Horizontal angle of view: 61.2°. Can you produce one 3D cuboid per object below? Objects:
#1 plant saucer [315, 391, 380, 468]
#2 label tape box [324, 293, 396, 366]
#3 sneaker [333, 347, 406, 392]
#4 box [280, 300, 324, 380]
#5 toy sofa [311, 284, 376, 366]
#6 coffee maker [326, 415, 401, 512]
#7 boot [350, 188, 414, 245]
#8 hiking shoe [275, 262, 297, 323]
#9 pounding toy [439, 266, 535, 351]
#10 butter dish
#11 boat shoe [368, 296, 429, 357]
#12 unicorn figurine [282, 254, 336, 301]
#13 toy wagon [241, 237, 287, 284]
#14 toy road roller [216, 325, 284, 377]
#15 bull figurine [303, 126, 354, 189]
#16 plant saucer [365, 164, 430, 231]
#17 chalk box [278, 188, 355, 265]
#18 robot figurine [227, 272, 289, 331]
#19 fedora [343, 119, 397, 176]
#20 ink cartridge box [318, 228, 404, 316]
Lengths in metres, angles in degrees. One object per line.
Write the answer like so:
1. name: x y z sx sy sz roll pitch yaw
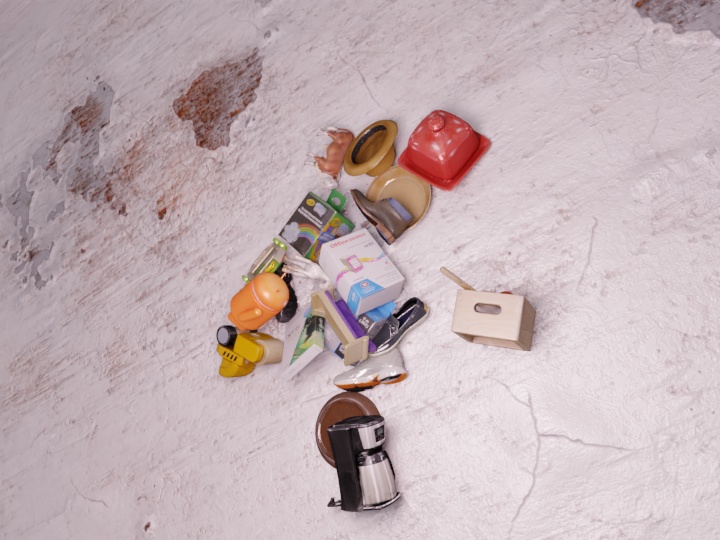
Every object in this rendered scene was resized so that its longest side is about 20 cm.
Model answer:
1. plant saucer: -0.038 0.414 1.575 0.198 0.034 0.203 -8 71 23
2. label tape box: -0.018 0.132 1.632 0.143 0.066 0.201 36 94 30
3. sneaker: 0.022 0.254 1.579 0.198 0.076 0.093 -14 60 14
4. box: -0.152 0.176 1.625 0.144 0.036 0.201 -44 28 25
5. toy sofa: -0.041 0.131 1.527 0.097 0.083 0.201 -21 51 -20
6. coffee maker: -0.015 0.461 1.460 0.190 0.135 0.203 -13 84 9
7. boot: 0.057 -0.167 1.649 0.097 0.075 0.201 -37 69 -2
8. hiking shoe: -0.242 0.073 1.758 0.100 0.076 0.202 -29 50 25
9. pounding toy: 0.292 0.091 1.423 0.198 0.184 0.144 6 77 27
10. butter dish: 0.210 -0.345 1.601 0.199 0.148 0.200 36 77 30
11. boat shoe: 0.087 0.141 1.554 0.199 0.062 0.075 -39 39 -3
12. unicorn figurine: -0.139 0.006 1.681 0.075 0.136 0.200 -63 24 8
13. toy wagon: -0.269 -0.016 1.748 0.156 0.040 0.200 -51 22 -4
14. toy road roller: -0.319 0.243 1.719 0.198 0.122 0.148 19 97 32
15. bull figurine: -0.093 -0.334 1.798 0.120 0.065 0.202 25 77 -3
16. plant saucer: 0.106 -0.192 1.684 0.198 0.035 0.203 -8 71 25
17. chalk box: -0.109 -0.131 1.723 0.125 0.124 0.201 39 92 30
18. robot figurine: -0.273 0.084 1.649 0.199 0.143 0.118 -38 69 26
19. fedora: 0.043 -0.331 1.716 0.199 0.082 0.202 -27 42 27
20. ink cartridge box: 0.000 0.000 1.614 0.143 0.085 0.201 -22 58 -26
